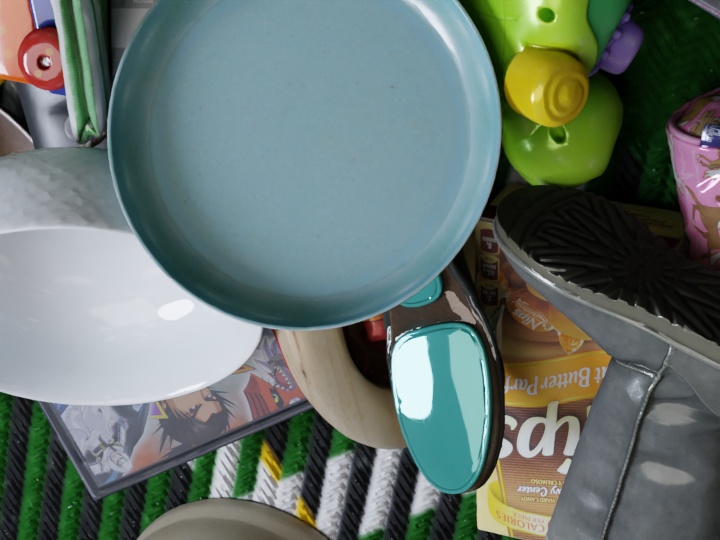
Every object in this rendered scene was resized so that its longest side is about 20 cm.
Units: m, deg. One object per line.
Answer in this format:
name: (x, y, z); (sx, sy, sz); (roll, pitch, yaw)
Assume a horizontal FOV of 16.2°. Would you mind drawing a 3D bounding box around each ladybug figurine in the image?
ladybug figurine: (0.000, 0.000, 1.416); (0.072, 0.135, 0.202); (12, 117, 55)

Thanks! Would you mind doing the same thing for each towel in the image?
towel: (-0.141, -0.186, 1.316); (0.023, 0.201, 0.153); (-1, 150, 0)

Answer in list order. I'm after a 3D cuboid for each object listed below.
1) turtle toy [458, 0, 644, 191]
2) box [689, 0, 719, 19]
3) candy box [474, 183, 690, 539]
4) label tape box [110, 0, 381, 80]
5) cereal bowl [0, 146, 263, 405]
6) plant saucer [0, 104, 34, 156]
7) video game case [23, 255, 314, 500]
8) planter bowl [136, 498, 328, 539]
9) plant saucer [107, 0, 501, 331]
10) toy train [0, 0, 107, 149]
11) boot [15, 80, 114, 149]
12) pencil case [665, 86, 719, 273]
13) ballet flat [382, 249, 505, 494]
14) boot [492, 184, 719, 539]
turtle toy: (0.090, -0.132, 1.304); (0.146, 0.100, 0.202); (34, 133, 49)
box: (0.249, -0.156, 1.217); (0.199, 0.038, 0.137); (32, 94, 9)
candy box: (0.125, 0.060, 1.417); (0.115, 0.055, 0.202); (11, 119, 24)
label tape box: (-0.058, -0.200, 1.319); (0.142, 0.066, 0.202); (1, 101, 4)
cereal bowl: (-0.150, -0.007, 1.375); (0.198, 0.084, 0.201); (0, 150, 0)
plant saucer: (-0.251, -0.032, 1.574); (0.199, 0.034, 0.202); (11, 118, 21)
video game case: (-0.107, 0.021, 1.471); (0.199, 0.026, 0.182); (-23, 114, 8)
planter bowl: (-0.093, 0.263, 1.585); (0.199, 0.135, 0.202); (12, 120, 22)
plant saucer: (-0.027, -0.070, 1.272); (0.198, 0.027, 0.202); (-1, 85, 6)
toy train: (-0.200, -0.118, 1.395); (0.115, 0.085, 0.202); (-5, 109, 13)
boot: (-0.193, -0.104, 1.472); (0.164, 0.066, 0.201); (-15, 111, 14)
pencil case: (0.215, 0.002, 1.328); (0.082, 0.087, 0.202); (-10, 112, 5)
ballet flat: (0.044, 0.018, 1.365); (0.068, 0.068, 0.202); (-6, 107, 29)
boot: (0.131, 0.072, 1.347); (0.181, 0.072, 0.201); (35, 141, 21)
